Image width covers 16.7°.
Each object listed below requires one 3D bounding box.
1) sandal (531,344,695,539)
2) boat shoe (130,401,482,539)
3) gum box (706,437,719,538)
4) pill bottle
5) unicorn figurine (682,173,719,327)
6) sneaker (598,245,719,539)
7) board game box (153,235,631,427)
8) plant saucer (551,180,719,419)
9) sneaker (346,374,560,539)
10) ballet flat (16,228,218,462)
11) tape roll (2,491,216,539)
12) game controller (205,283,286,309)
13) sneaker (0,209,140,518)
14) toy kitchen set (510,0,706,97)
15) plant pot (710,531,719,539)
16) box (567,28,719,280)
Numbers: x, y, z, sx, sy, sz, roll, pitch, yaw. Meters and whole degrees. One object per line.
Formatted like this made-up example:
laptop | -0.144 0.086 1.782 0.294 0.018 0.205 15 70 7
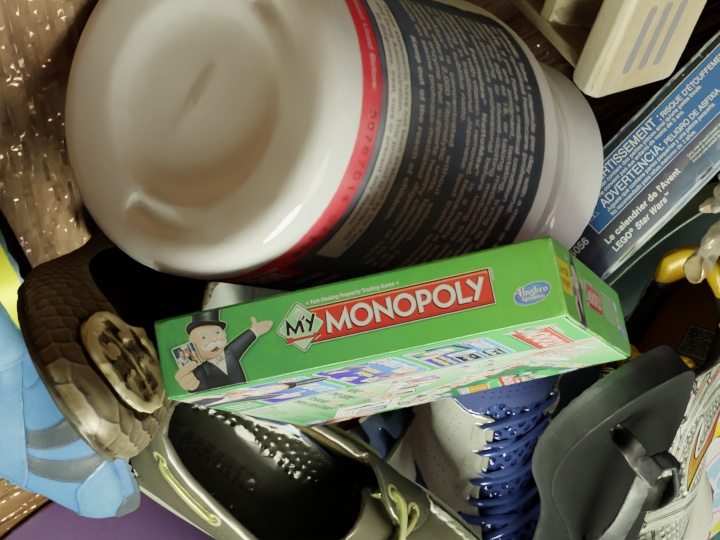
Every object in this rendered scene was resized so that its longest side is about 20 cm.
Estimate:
sandal | 0.109 0.097 1.034 0.076 0.043 0.200 -32 153 -21
boat shoe | -0.015 0.104 1.030 0.202 0.060 0.072 32 78 -19
gum box | 0.180 0.080 1.284 0.200 0.066 0.114 -39 151 -2
pill bottle | 0.001 -0.048 0.887 0.120 0.120 0.200 -51 149 20
unicorn figurine | 0.213 -0.027 1.136 0.137 0.074 0.200 -53 167 -6
sneaker | 0.132 0.076 1.173 0.082 0.078 0.200 54 52 -54
board game box | 0.020 0.026 0.879 0.135 0.029 0.200 -13 171 10
plant saucer | 0.159 0.020 1.272 0.200 0.027 0.200 -29 149 -19
sneaker | 0.063 0.089 1.119 0.081 0.115 0.199 -18 159 -27
ballet flat | -0.078 0.014 0.860 0.046 0.067 0.200 -27 -171 8
tape roll | -0.100 0.178 1.128 0.200 0.085 0.200 -30 150 -20
game controller | 0.000 0.000 1.051 0.104 0.042 0.200 -39 156 31
sneaker | -0.140 0.045 0.917 0.078 0.066 0.200 -29 149 -4
toy kitchen set | 0.068 -0.110 0.834 0.200 0.163 0.180 -18 145 -34
plant pot | 0.258 0.128 1.406 0.200 0.200 0.135 -17 110 -36
box | 0.141 -0.059 1.045 0.137 0.040 0.200 -45 175 10
